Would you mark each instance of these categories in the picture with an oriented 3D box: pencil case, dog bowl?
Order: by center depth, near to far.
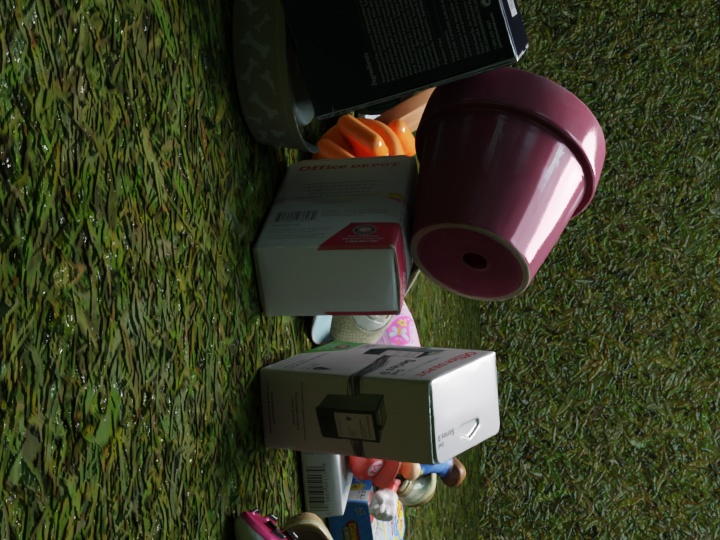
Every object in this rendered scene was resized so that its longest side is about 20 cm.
[{"bbox_3d":[-0.078,-0.216,1.327,0.200,0.058,0.203,-3,90,-79],"label":"dog bowl"},{"bbox_3d":[0.035,0.101,1.655,0.088,0.086,0.201,77,-2,-46],"label":"pencil case"}]

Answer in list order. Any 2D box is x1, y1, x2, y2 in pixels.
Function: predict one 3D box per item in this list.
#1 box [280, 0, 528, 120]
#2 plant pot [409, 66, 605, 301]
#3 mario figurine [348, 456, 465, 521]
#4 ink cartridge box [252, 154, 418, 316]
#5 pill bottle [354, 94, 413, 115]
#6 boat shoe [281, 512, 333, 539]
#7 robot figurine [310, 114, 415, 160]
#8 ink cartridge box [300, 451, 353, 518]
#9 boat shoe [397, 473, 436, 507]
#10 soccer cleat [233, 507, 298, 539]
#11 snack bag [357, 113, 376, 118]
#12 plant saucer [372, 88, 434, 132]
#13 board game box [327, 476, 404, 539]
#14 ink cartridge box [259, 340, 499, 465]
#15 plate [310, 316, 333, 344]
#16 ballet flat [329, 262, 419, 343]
[{"bbox_3d":[0.049,-0.238,1.280,0.200,0.195,0.125,-54,126,-74],"label":"box"},{"bbox_3d":[0.136,-0.078,1.366,0.201,0.198,0.180,74,32,-52],"label":"plant pot"},{"bbox_3d":[0.069,0.221,1.537,0.199,0.105,0.125,5,73,-49],"label":"mario figurine"},{"bbox_3d":[-0.018,-0.038,1.380,0.201,0.146,0.086,-71,157,-60],"label":"ink cartridge box"},{"bbox_3d":[0.008,-0.300,1.653,0.201,0.112,0.114,76,16,-52],"label":"pill bottle"},{"bbox_3d":[-0.050,0.317,1.385,0.067,0.073,0.202,-99,-179,-53],"label":"boat shoe"},{"bbox_3d":[0.006,-0.105,1.602,0.200,0.115,0.145,59,31,-62],"label":"robot figurine"},{"bbox_3d":[-0.034,0.168,1.545,0.200,0.056,0.164,-81,166,-71],"label":"ink cartridge box"},{"bbox_3d":[0.050,0.192,1.664,0.063,0.072,0.203,41,39,-53],"label":"boat shoe"},{"bbox_3d":[-0.072,0.295,1.250,0.086,0.070,0.200,-48,139,-7],"label":"soccer cleat"},{"bbox_3d":[0.018,-0.143,1.930,0.189,0.021,0.203,51,38,-72],"label":"snack bag"},{"bbox_3d":[0.061,-0.196,1.705,0.033,0.199,0.200,61,12,-1],"label":"plant saucer"},{"bbox_3d":[0.010,0.317,1.709,0.196,0.055,0.202,-72,158,-59],"label":"board game box"},{"bbox_3d":[0.022,0.128,1.324,0.145,0.198,0.085,-17,105,-57],"label":"ink cartridge box"},{"bbox_3d":[0.000,0.000,1.562,0.200,0.026,0.201,-46,162,-20],"label":"plate"},{"bbox_3d":[0.028,0.007,1.489,0.201,0.067,0.062,-60,-173,-5],"label":"ballet flat"}]
